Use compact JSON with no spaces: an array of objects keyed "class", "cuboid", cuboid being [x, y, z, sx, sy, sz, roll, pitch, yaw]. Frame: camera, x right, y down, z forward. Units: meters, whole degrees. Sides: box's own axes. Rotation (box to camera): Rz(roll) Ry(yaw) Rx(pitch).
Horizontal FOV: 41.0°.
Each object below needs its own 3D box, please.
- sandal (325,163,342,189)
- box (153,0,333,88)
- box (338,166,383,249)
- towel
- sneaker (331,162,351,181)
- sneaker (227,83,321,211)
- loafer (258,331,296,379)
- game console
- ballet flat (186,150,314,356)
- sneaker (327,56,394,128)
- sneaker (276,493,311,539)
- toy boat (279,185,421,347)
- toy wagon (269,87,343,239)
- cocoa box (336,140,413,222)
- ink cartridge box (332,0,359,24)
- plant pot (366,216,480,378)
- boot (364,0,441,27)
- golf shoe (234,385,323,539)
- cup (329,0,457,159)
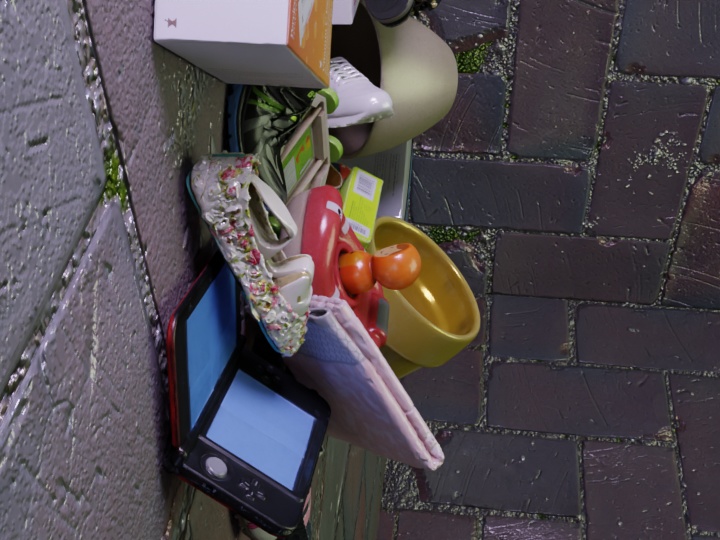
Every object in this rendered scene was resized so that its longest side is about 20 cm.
[{"class":"sandal","cuboid":[-0.056,-0.114,1.154,0.213,0.069,0.078,87,9,-46]},{"class":"box","cuboid":[-0.080,-0.218,0.742,0.200,0.096,0.126,-23,117,-83]},{"class":"box","cuboid":[-0.040,-0.016,1.179,0.201,0.047,0.123,-56,-165,40]},{"class":"towel","cuboid":[-0.022,0.105,0.937,0.192,0.032,0.199,58,-23,-18]},{"class":"sneaker","cuboid":[-0.036,-0.046,1.313,0.075,0.083,0.203,-51,144,-79]},{"class":"sneaker","cuboid":[-0.076,-0.155,0.884,0.071,0.081,0.203,-40,134,-81]},{"class":"loafer","cuboid":[-0.085,0.078,1.080,0.070,0.067,0.204,-29,-127,57]},{"class":"game console","cuboid":[-0.085,0.088,0.807,0.119,0.171,0.200,-54,-173,23]},{"class":"ballet flat","cuboid":[-0.075,-0.011,0.791,0.076,0.063,0.201,-86,156,-53]},{"class":"sneaker","cuboid":[-0.025,-0.212,1.141,0.199,0.075,0.082,20,-65,60]},{"class":"sneaker","cuboid":[-0.092,0.255,1.138,0.082,0.069,0.203,-110,-159,-62]},{"class":"toy boat","cuboid":[0.000,0.000,0.993,0.201,0.129,0.132,58,28,-42]},{"class":"toy wagon","cuboid":[-0.070,-0.132,1.018,0.202,0.039,0.156,86,26,-46]},{"class":"cocoa box","cuboid":[0.011,-0.153,1.455,0.131,0.131,0.203,75,20,-73]},{"class":"ink cartridge box","cuboid":[-0.041,-0.393,1.064,0.148,0.082,0.202,-79,170,-54]},{"class":"plant pot","cuboid":[0.025,0.063,1.270,0.189,0.200,0.202,-42,-163,27]},{"class":"boot","cuboid":[0.059,-0.343,1.138,0.154,0.072,0.206,48,38,-58]},{"class":"golf shoe","cuboid":[-0.085,0.202,0.990,0.073,0.091,0.203,-76,169,-61]},{"class":"cup","cuboid":[0.041,-0.248,1.248,0.200,0.141,0.204,17,-71,61]}]
